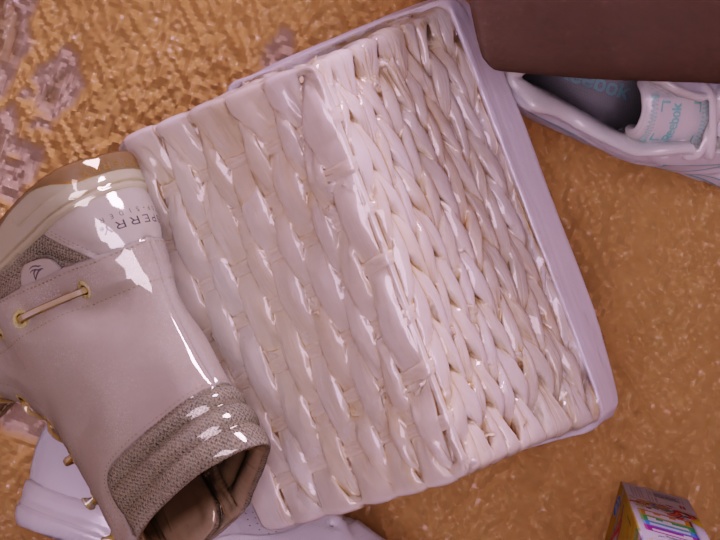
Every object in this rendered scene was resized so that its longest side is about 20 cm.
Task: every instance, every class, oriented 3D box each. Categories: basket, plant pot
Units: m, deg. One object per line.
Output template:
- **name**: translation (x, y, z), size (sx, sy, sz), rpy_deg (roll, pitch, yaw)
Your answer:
- **basket**: translation (0.000, 0.000, 1.204), size (0.135, 0.123, 0.200), rpy_deg (-19, 92, 38)
- **plant pot**: translation (0.127, -0.153, 1.146), size (0.174, 0.200, 0.200), rpy_deg (-9, 93, 5)

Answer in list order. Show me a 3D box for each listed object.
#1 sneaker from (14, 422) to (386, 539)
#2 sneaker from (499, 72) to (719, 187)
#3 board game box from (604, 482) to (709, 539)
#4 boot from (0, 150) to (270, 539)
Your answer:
- **sneaker**: translation (-0.051, 0.102, 1.267), size (0.200, 0.075, 0.089), rpy_deg (16, 82, 3)
- **sneaker**: translation (0.152, -0.065, 1.233), size (0.200, 0.080, 0.071), rpy_deg (12, 104, 5)
- **board game box**: translation (0.113, 0.170, 1.193), size (0.034, 0.200, 0.135), rpy_deg (15, 93, 2)
- **boot**: translation (-0.119, 0.062, 1.202), size (0.155, 0.072, 0.200), rpy_deg (60, 139, 16)
